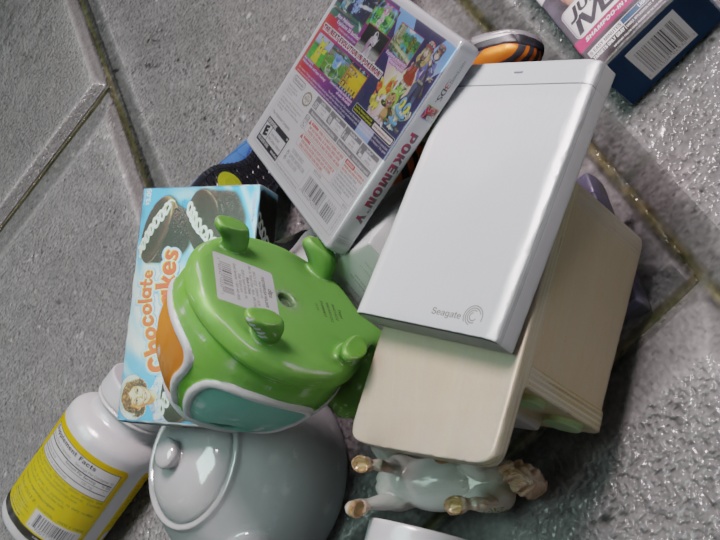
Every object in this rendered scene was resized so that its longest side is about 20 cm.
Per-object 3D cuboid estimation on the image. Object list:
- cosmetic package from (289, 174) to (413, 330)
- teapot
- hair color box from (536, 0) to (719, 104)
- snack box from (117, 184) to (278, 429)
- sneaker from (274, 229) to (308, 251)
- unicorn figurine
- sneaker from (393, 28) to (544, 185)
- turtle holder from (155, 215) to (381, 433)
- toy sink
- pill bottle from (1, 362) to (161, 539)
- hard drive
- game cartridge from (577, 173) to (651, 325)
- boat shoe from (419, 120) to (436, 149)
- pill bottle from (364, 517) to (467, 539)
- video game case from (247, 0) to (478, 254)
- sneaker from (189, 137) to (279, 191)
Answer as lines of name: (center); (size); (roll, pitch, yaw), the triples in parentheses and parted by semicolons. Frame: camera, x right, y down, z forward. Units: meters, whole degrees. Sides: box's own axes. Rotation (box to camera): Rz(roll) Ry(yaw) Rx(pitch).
cosmetic package: (0.000, 0.000, 0.906); (0.200, 0.081, 0.113); (-25, 20, 53)
teapot: (-0.119, 0.171, 0.951); (0.200, 0.146, 0.198); (3, 73, 48)
hair color box: (0.199, -0.240, 0.893); (0.100, 0.060, 0.200); (-45, 44, 20)
snack box: (-0.136, 0.030, 0.903); (0.116, 0.037, 0.201); (0, 79, 23)
sneaker: (-0.122, -0.008, 1.010); (0.114, 0.199, 0.076); (47, 141, 7)
unicorn figurine: (0.048, 0.155, 0.818); (0.199, 0.137, 0.074); (14, 90, 29)
sneaker: (0.089, -0.120, 0.948); (0.200, 0.077, 0.112); (-33, 53, 44)
turtle holder: (-0.068, 0.052, 0.806); (0.132, 0.185, 0.141); (-51, 63, 28)
toy sink: (0.100, 0.049, 0.765); (0.130, 0.112, 0.201); (0, 66, 46)
pill bottle: (-0.276, 0.198, 1.126); (0.200, 0.111, 0.111); (-52, 42, 12)
hard drive: (0.083, -0.050, 0.737); (0.132, 0.027, 0.201); (9, 73, 48)
game cartridge: (0.123, 0.023, 0.862); (0.200, 0.038, 0.130); (-35, 53, 29)
boat shoe: (0.052, -0.165, 0.891); (0.063, 0.073, 0.200); (-51, 48, 25)
pill bottle: (0.024, 0.286, 0.772); (0.108, 0.109, 0.201); (-1, 69, 46)
video game case: (-0.007, -0.135, 0.862); (0.183, 0.023, 0.200); (-56, 36, 14)
sneaker: (-0.130, -0.078, 1.095); (0.078, 0.066, 0.200); (-37, 9, 35)
